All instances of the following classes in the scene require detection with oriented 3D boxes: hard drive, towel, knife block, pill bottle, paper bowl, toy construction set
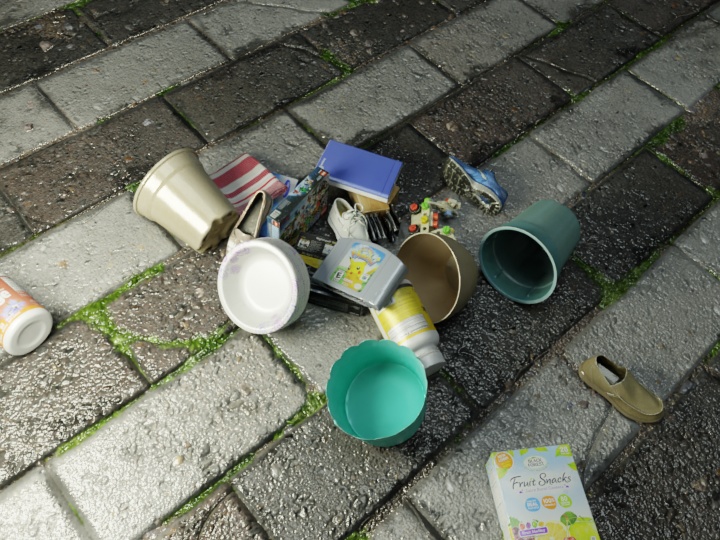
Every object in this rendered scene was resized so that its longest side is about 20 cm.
[{"bbox_3d":[-0.006,-0.251,1.796,0.197,0.026,0.133,18,54,7],"label":"hard drive"},{"bbox_3d":[-0.288,-0.215,1.776,0.143,0.023,0.200,-35,50,-17],"label":"towel"},{"bbox_3d":[0.017,-0.150,1.780,0.198,0.064,0.176,26,54,12],"label":"knife block"},{"bbox_3d":[-0.749,0.077,1.493,0.199,0.113,0.112,34,57,18],"label":"pill bottle"},{"bbox_3d":[0.103,0.130,1.552,0.110,0.112,0.202,-19,67,-19],"label":"pill bottle"},{"bbox_3d":[-0.203,0.029,1.557,0.199,0.203,0.104,29,19,15],"label":"paper bowl"},{"bbox_3d":[0.187,-0.113,1.757,0.129,0.093,0.202,-6,43,19],"label":"toy construction set"}]

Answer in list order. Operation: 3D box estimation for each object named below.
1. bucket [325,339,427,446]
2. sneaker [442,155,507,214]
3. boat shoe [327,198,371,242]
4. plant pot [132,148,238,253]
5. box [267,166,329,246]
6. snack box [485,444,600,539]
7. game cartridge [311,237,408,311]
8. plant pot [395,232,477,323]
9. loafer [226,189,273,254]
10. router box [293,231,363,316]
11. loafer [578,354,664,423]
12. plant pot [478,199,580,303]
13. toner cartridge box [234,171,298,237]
[{"bbox_3d":[0.039,0.247,1.418,0.204,0.135,0.210,-4,66,8],"label":"bucket"},{"bbox_3d":[0.301,-0.232,1.877,0.200,0.079,0.089,42,52,12],"label":"sneaker"},{"bbox_3d":[-0.019,-0.117,1.699,0.073,0.087,0.203,1,31,-22],"label":"boat shoe"},{"bbox_3d":[-0.391,-0.147,1.668,0.183,0.201,0.200,42,59,9],"label":"plant pot"},{"bbox_3d":[-0.146,-0.136,1.705,0.037,0.137,0.200,29,56,17],"label":"box"},{"bbox_3d":[0.347,0.449,1.382,0.166,0.068,0.202,-4,53,-9],"label":"snack box"},{"bbox_3d":[0.000,0.000,1.564,0.198,0.041,0.134,22,65,36],"label":"game cartridge"},{"bbox_3d":[0.189,0.011,1.624,0.133,0.201,0.201,-8,51,-43],"label":"plant pot"},{"bbox_3d":[-0.264,-0.096,1.660,0.071,0.063,0.202,22,82,5],"label":"loafer"},{"bbox_3d":[-0.072,0.006,1.662,0.197,0.053,0.159,16,53,5],"label":"router box"},{"bbox_3d":[0.568,0.255,1.550,0.198,0.068,0.076,31,56,16],"label":"loafer"},{"bbox_3d":[0.414,-0.059,1.694,0.199,0.202,0.196,36,50,19],"label":"plant pot"},{"bbox_3d":[-0.229,-0.153,1.766,0.094,0.043,0.202,16,54,5],"label":"toner cartridge box"}]
